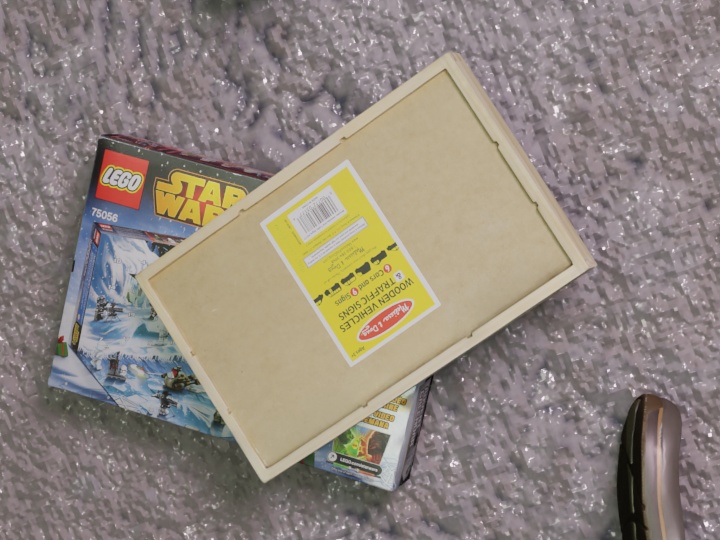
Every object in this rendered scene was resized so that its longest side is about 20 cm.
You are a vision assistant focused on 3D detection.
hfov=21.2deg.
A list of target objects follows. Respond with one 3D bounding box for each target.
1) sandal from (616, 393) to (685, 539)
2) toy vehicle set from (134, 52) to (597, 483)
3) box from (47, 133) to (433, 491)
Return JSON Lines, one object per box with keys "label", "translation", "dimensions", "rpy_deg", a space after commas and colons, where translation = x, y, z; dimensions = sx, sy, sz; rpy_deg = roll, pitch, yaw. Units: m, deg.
{"label": "sandal", "translation": [0.156, 0.162, 0.945], "dimensions": [0.054, 0.082, 0.203], "rpy_deg": [0, 88, -6]}
{"label": "toy vehicle set", "translation": [0.000, 0.000, 0.950], "dimensions": [0.199, 0.026, 0.125], "rpy_deg": [-34, 85, 15]}
{"label": "box", "translation": [-0.055, 0.019, 1.001], "dimensions": [0.198, 0.040, 0.138], "rpy_deg": [16, 99, 14]}
